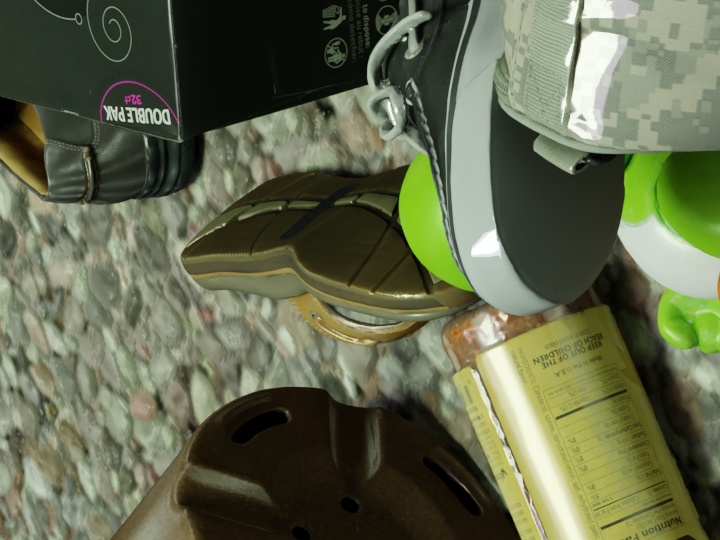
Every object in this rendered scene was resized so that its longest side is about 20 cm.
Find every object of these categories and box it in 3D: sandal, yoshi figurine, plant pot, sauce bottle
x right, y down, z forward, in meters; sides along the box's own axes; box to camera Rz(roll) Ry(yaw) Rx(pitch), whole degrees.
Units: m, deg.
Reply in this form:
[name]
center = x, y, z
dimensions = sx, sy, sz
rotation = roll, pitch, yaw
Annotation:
[sandal]
center = 0.000, 0.000, 1.120
dimensions = 0.200, 0.080, 0.054
rotation = 3, 126, 58
[yoshi figurine]
center = 0.087, -0.014, 0.975
dimensions = 0.200, 0.112, 0.113
rotation = 31, 134, 45
[plant pot]
center = -0.043, 0.165, 1.153
dimensions = 0.201, 0.200, 0.199
rotation = 53, 132, 24
[sauce bottle]
center = 0.093, 0.101, 1.047
dimensions = 0.066, 0.066, 0.201
rotation = -28, 82, 53

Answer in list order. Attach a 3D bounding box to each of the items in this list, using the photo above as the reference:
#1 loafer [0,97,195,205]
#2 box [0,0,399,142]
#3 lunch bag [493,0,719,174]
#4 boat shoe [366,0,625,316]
[loafer]
center = -0.158, -0.086, 1.282
dimensions = 0.200, 0.072, 0.073
rotation = 29, 127, 43
[box]
center = -0.086, -0.145, 1.079
dimensions = 0.199, 0.124, 0.149
rotation = 15, 116, 47
[lunch bag]
center = 0.117, -0.137, 0.831
dimensions = 0.139, 0.167, 0.201
rotation = 29, 126, 42
[boat shoe]
center = 0.037, -0.063, 0.919
dimensions = 0.068, 0.074, 0.200
rotation = -23, 49, 30
